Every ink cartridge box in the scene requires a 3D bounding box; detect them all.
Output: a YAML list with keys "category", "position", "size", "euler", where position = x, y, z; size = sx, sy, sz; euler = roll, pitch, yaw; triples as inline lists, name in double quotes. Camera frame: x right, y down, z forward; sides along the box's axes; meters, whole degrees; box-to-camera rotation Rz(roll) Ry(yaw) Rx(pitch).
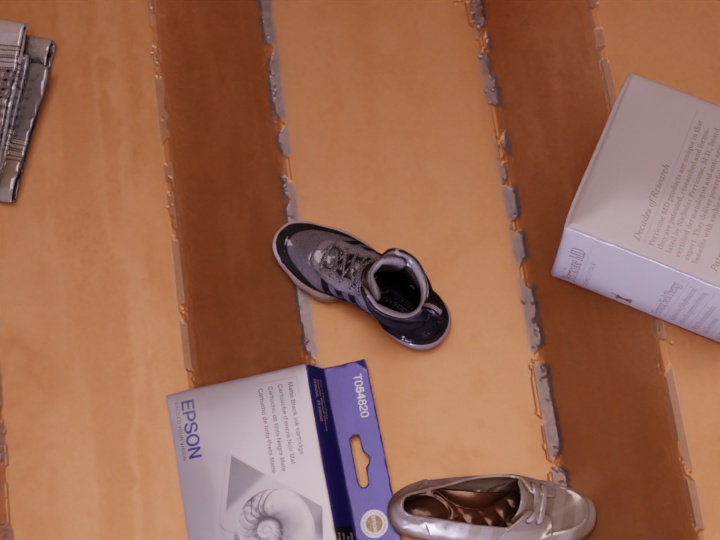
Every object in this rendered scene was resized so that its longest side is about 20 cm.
- category: "ink cartridge box"
  position: [-0.074, 0.195, 1.250]
  size: [0.198, 0.041, 0.201]
  euler: [-13, 74, 3]

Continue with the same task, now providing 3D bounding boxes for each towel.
- category: "towel"
  position: [-0.433, -0.177, 1.379]
  size: [0.198, 0.035, 0.194]
  euler: [9, 75, 5]

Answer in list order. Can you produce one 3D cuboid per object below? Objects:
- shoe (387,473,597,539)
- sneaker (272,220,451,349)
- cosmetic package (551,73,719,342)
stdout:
- category: "shoe"
  position: [0.125, 0.226, 1.220]
  size: [0.198, 0.053, 0.070]
  euler: [2, 63, -3]
- category: "sneaker"
  position: [0.000, 0.000, 1.268]
  size: [0.199, 0.114, 0.076]
  euler: [30, 78, 10]
- category: "cosmetic package"
  position: [0.306, -0.052, 1.240]
  size: [0.199, 0.167, 0.167]
  euler: [22, 77, 9]
